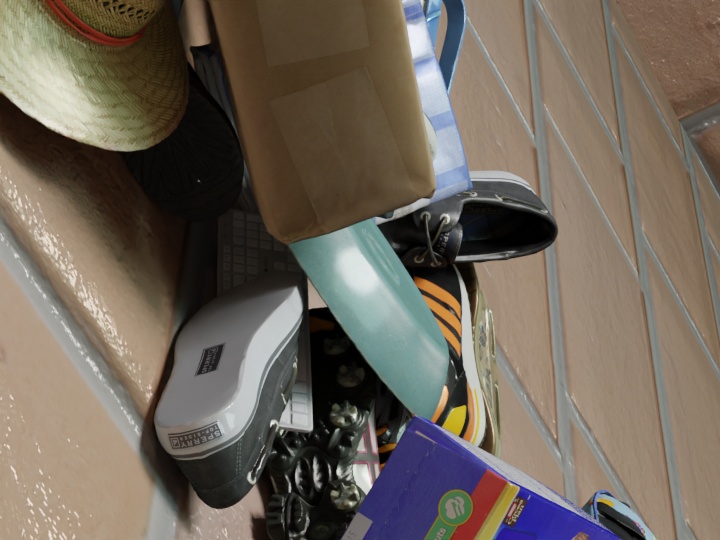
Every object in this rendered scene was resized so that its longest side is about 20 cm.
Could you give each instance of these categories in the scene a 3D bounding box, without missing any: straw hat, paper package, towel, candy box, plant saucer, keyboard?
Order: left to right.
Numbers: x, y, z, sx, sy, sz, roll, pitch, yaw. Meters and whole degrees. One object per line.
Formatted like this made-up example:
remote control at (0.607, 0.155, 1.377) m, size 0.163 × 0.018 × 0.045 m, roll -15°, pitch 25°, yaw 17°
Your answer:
straw hat at (-0.139, -0.171, 1.361) m, size 0.201 × 0.085 × 0.201 m, roll 33°, pitch 38°, yaw -30°
keyboard at (-0.058, 0.027, 1.519) m, size 0.200 × 0.056 × 0.011 m, roll -94°, pitch -170°, yaw -52°
paper package at (-0.036, -0.155, 1.423) m, size 0.191 × 0.103 × 0.200 m, roll -108°, pitch -176°, yaw -54°
towel at (-0.016, -0.096, 1.661) m, size 0.200 × 0.024 × 0.147 m, roll -20°, pitch 96°, yaw -38°
plant saucer at (0.000, 0.000, 1.536) m, size 0.200 × 0.036 × 0.200 m, roll 54°, pitch 7°, yaw -9°
candy box at (0.049, 0.187, 1.409) m, size 0.077 × 0.169 × 0.200 m, roll 31°, pitch 0°, yaw 28°

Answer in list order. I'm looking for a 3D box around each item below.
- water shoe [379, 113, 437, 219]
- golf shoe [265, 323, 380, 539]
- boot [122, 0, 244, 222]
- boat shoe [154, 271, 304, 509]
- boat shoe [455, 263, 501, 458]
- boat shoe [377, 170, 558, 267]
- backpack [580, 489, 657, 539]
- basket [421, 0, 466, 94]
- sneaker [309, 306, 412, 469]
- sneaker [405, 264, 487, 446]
water shoe at (-0.028, -0.107, 1.590) m, size 0.200 × 0.071 × 0.079 m, roll 41°, pitch 67°, yaw -30°
golf shoe at (-0.022, 0.123, 1.487) m, size 0.088 × 0.077 × 0.200 m, roll 73°, pitch 12°, yaw -47°
boot at (-0.124, -0.143, 1.543) m, size 0.165 × 0.066 × 0.200 m, roll 59°, pitch 12°, yaw -29°
boat shoe at (-0.069, 0.064, 1.412) m, size 0.200 × 0.068 × 0.057 m, roll -66°, pitch 139°, yaw -62°
boat shoe at (0.064, 0.063, 1.851) m, size 0.063 × 0.073 × 0.201 m, roll 47°, pitch 34°, yaw -64°
boat shoe at (0.054, -0.029, 1.772) m, size 0.200 × 0.070 × 0.066 m, roll -1°, pitch 29°, yaw -37°
backpack at (0.173, 0.266, 1.773) m, size 0.200 × 0.134 × 0.183 m, roll 60°, pitch 17°, yaw -22°
basket at (0.002, -0.166, 1.794) m, size 0.200 × 0.139 × 0.177 m, roll 34°, pitch 55°, yaw -39°
sneaker at (0.006, 0.109, 1.574) m, size 0.200 × 0.078 × 0.077 m, roll 60°, pitch 13°, yaw 18°
sneaker at (0.034, 0.037, 1.774) m, size 0.090 × 0.070 × 0.201 m, roll 45°, pitch 27°, yaw -54°
